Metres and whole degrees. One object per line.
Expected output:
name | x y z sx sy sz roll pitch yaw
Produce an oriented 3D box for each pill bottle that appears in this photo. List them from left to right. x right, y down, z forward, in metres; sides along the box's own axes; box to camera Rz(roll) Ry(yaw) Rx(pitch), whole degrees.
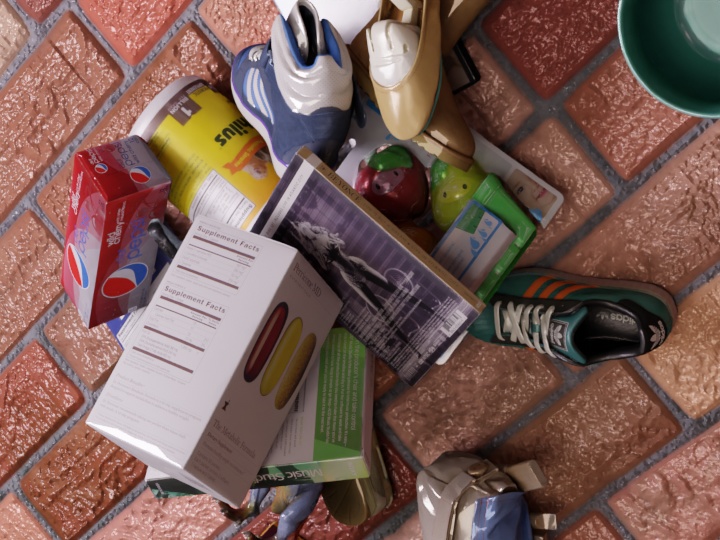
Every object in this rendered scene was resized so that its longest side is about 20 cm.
pill bottle | -0.115 -0.082 1.411 0.200 0.109 0.110 40 118 7

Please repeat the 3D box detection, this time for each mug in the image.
mug | 0.301 -0.209 1.179 0.184 0.114 0.153 -19 98 27

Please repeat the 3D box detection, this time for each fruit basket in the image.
fruit basket | 0.047 -0.049 1.327 0.199 0.094 0.186 38 91 2

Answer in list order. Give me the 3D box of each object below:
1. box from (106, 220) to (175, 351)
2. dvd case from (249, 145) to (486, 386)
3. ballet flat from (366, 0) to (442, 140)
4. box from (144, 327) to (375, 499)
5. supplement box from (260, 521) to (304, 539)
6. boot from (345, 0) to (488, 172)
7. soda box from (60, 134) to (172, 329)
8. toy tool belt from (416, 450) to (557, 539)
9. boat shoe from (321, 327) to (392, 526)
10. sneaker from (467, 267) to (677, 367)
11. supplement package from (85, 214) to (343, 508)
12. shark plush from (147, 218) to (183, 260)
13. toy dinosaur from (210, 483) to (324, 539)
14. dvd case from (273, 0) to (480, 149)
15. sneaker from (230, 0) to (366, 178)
box | -0.212 0.021 1.509 0.121 0.032 0.201 -51 63 29
dvd case | 0.000 0.000 1.288 0.200 0.016 0.149 41 145 3
ballet flat | 0.031 -0.208 1.228 0.068 0.063 0.202 -3 77 42
box | -0.086 0.125 1.347 0.198 0.145 0.036 -8 139 14
supplement box | -0.097 0.378 1.564 0.110 0.086 0.201 31 117 12
boot | 0.084 -0.210 1.265 0.175 0.066 0.201 46 108 25
soda box | -0.230 -0.034 1.408 0.064 0.070 0.201 54 148 24
toy tool belt | 0.127 0.266 1.408 0.122 0.125 0.202 1 108 33
boat shoe | -0.017 0.144 1.476 0.073 0.063 0.203 -15 93 41
sneaker | 0.173 0.043 1.336 0.198 0.080 0.072 0 107 25
supplement package | -0.119 0.075 1.272 0.109 0.114 0.201 19 75 29
shark plush | -0.133 0.021 1.409 0.091 0.199 0.083 -54 39 14
toy dinosaur | -0.059 0.177 1.447 0.182 0.200 0.105 -46 55 2
dvd case | 0.004 -0.227 1.362 0.142 0.018 0.201 -26 94 29
sneaker | -0.056 -0.183 1.310 0.080 0.201 0.147 -4 131 -19
